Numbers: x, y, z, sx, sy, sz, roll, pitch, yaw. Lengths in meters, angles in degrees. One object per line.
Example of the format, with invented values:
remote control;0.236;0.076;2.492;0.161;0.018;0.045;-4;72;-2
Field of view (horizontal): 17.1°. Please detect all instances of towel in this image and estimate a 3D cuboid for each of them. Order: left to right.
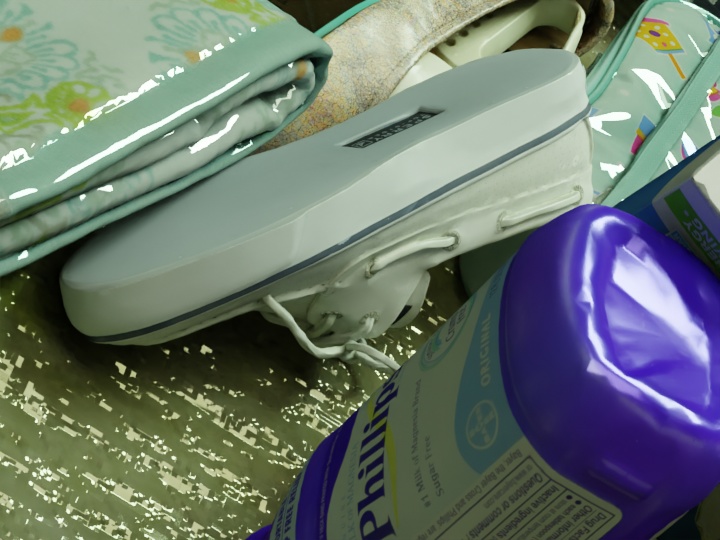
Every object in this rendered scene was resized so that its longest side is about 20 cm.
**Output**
towel;-0.125;-0.080;0.743;0.171;0.048;0.200;37;33;16

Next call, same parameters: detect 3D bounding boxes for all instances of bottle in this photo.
bottle;0.017;0.069;0.630;0.065;0.200;0.084;30;39;-19

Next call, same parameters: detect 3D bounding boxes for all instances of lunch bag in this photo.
lunch bag;0.129;-0.016;0.931;0.160;0.077;0.200;42;36;-3

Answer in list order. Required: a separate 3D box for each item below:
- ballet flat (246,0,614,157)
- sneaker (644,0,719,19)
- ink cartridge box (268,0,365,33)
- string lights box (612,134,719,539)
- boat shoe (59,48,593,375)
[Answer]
ballet flat;0.031;-0.072;0.874;0.067;0.068;0.200;36;47;17
sneaker;0.137;-0.133;1.067;0.108;0.070;0.200;-29;104;-19
ink cartridge box;-0.069;-0.193;0.919;0.200;0.075;0.165;29;37;-18
string lights box;0.104;0.023;0.690;0.059;0.200;0.103;-38;89;-22
boat shoe;-0.002;-0.001;0.791;0.202;0.075;0.086;-27;114;-31
